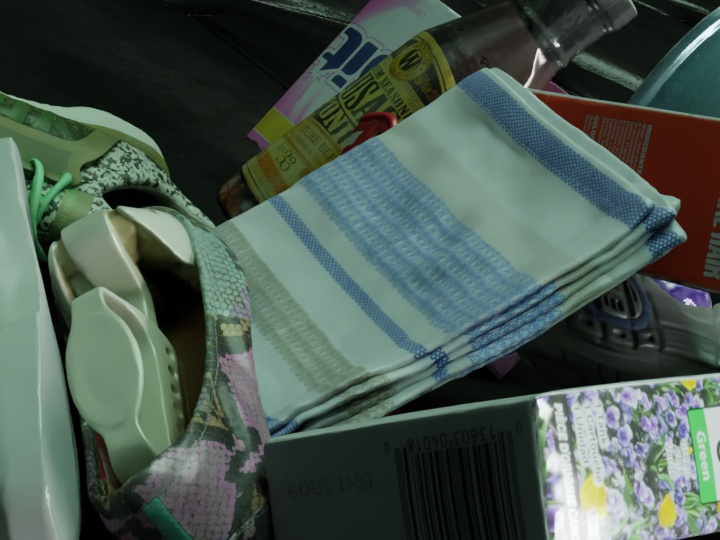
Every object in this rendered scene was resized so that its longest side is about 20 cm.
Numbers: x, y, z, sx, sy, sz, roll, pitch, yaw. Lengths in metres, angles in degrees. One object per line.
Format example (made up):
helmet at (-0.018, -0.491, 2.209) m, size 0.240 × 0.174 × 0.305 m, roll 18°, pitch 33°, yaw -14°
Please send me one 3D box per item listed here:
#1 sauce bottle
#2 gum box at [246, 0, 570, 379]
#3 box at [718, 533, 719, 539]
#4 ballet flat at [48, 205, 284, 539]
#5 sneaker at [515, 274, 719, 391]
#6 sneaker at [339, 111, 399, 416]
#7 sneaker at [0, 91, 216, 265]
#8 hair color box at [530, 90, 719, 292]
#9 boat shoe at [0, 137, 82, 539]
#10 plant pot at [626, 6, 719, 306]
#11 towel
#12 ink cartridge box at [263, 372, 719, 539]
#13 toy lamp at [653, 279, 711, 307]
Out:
sauce bottle at (0.030, -0.070, 1.020) m, size 0.066 × 0.200 × 0.066 m, roll 51°, pitch 4°, yaw -5°
gum box at (0.039, -0.052, 1.097) m, size 0.066 × 0.114 × 0.200 m, roll 45°, pitch -1°, yaw -41°
box at (0.272, 0.111, 0.964) m, size 0.199 × 0.102 × 0.112 m, roll 13°, pitch 19°, yaw -34°
ballet flat at (-0.072, 0.024, 0.755) m, size 0.071 × 0.069 × 0.200 m, roll 52°, pitch 10°, yaw -35°
sneaker at (0.110, 0.044, 0.980) m, size 0.199 × 0.087 × 0.075 m, roll 23°, pitch 35°, yaw -16°
sneaker at (-0.005, -0.002, 0.896) m, size 0.078 × 0.116 × 0.200 m, roll 21°, pitch 16°, yaw -11°
sneaker at (-0.129, -0.032, 0.868) m, size 0.088 × 0.077 × 0.200 m, roll 26°, pitch 14°, yaw 40°
hair color box at (0.151, -0.020, 0.859) m, size 0.111 × 0.064 × 0.200 m, roll 11°, pitch 2°, yaw -31°
boat shoe at (-0.128, 0.028, 0.733) m, size 0.063 × 0.071 × 0.200 m, roll -12°, pitch 33°, yaw -7°
plant pot at (0.257, -0.021, 1.244) m, size 0.196 × 0.201 × 0.200 m, roll 44°, pitch 24°, yaw 30°
towel at (0.000, 0.000, 0.827) m, size 0.147 × 0.200 × 0.024 m, roll 47°, pitch -17°, yaw 53°
ink cartridge box at (0.078, 0.062, 0.726) m, size 0.109 × 0.051 × 0.200 m, roll -12°, pitch -7°, yaw 43°
toy lamp at (0.187, 0.059, 1.094) m, size 0.058 × 0.058 × 0.200 m, roll 16°, pitch 19°, yaw -27°
